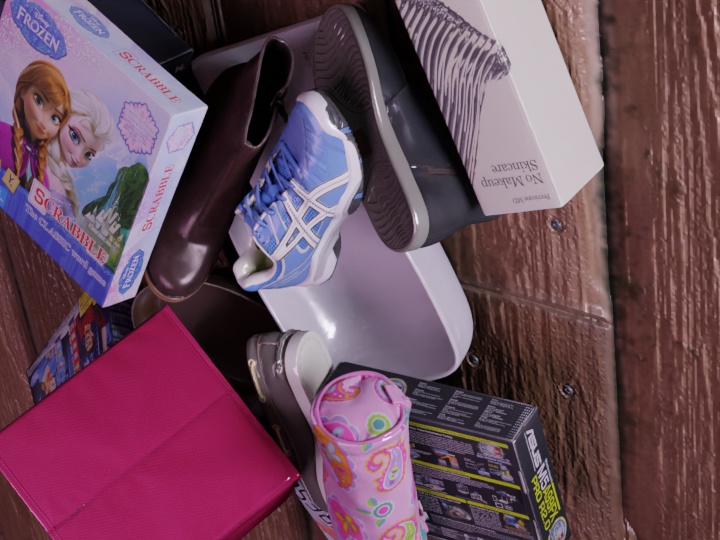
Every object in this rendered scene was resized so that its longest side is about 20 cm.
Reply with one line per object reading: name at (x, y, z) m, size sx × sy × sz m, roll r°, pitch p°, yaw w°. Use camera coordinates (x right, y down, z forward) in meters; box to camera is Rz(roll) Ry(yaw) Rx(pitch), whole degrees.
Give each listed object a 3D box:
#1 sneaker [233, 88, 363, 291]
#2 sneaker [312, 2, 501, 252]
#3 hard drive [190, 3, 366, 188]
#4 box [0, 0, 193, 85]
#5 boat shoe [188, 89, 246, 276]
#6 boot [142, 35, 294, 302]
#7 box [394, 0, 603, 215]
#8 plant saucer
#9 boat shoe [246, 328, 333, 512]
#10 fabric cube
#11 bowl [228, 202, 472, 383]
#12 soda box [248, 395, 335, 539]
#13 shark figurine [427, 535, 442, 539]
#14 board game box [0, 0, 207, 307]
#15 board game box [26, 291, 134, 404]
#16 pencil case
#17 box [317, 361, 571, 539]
sneaker at (-0.051, -0.054, 1.337) m, size 0.076 × 0.077 × 0.201 m, roll 51°, pitch 145°, yaw 35°
sneaker at (0.037, -0.118, 1.343) m, size 0.075 × 0.106 × 0.201 m, roll -23°, pitch 84°, yaw 52°
hard drive at (-0.046, -0.141, 1.441) m, size 0.200 × 0.026 × 0.132 m, roll -9°, pitch 114°, yaw 46°
box at (-0.271, -0.171, 1.528) m, size 0.198 × 0.123 × 0.200 m, roll 44°, pitch 141°, yaw 18°
boat shoe at (-0.134, -0.074, 1.551) m, size 0.072 × 0.072 × 0.201 m, roll 15°, pitch 131°, yaw 16°
boot at (-0.116, -0.081, 1.374) m, size 0.072 × 0.201 × 0.166 m, roll 20°, pitch 164°, yaw -14°
box at (0.102, -0.145, 1.268) m, size 0.082 × 0.068 × 0.201 m, roll -7°, pitch 116°, yaw 44°
plant saucer at (-0.123, 0.066, 1.638) m, size 0.199 × 0.032 × 0.201 m, roll 18°, pitch 144°, yaw 14°
boat shoe at (-0.049, 0.136, 1.519) m, size 0.060 × 0.072 × 0.202 m, roll 3°, pitch 127°, yaw 26°
fabric cube at (-0.190, 0.181, 1.530) m, size 0.200 × 0.199 × 0.196 m, roll 51°, pitch 168°, yaw 7°
bowl at (0.000, 0.000, 1.469) m, size 0.199 × 0.075 × 0.200 m, roll -9°, pitch 116°, yaw 45°
soda box at (-0.026, 0.188, 1.626) m, size 0.063 × 0.068 × 0.200 m, roll -11°, pitch 122°, yaw 40°
shark figurine at (0.097, 0.265, 1.589) m, size 0.215 × 0.089 × 0.128 m, roll 53°, pitch 142°, yaw -2°
board game box at (-0.232, -0.108, 1.388) m, size 0.200 × 0.041 × 0.200 m, roll 41°, pitch 127°, yaw 22°
board game box at (-0.270, 0.138, 1.755) m, size 0.200 × 0.061 × 0.201 m, roll -47°, pitch 45°, yaw 40°
pencil case at (0.010, 0.176, 1.433) m, size 0.087 × 0.087 × 0.201 m, roll 22°, pitch 141°, yaw 29°
box at (0.073, 0.167, 1.472) m, size 0.199 × 0.044 × 0.161 m, roll 10°, pitch 135°, yaw 34°
